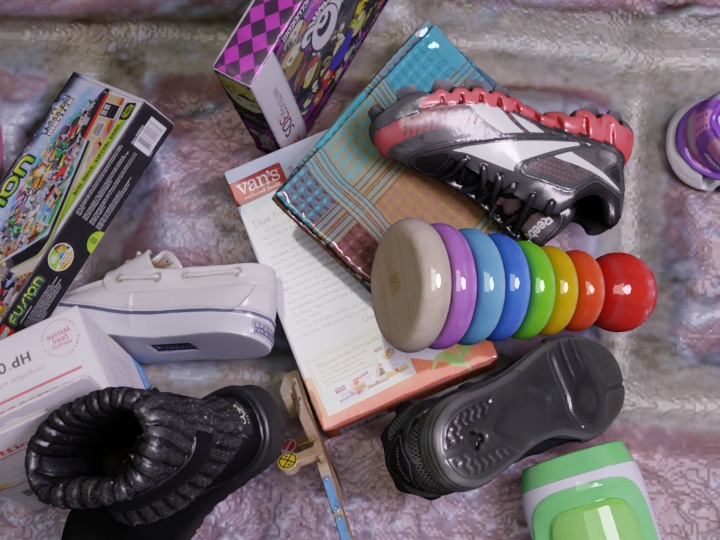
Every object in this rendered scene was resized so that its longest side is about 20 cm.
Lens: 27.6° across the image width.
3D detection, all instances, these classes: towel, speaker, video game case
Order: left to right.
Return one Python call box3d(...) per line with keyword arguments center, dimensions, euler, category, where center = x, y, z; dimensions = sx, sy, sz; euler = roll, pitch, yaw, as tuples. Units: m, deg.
box3d(center=(-0.025, -0.188, 1.026), dimensions=(0.036, 0.181, 0.201), euler=(29, 82, 10), category="video game case")
box3d(center=(0.047, -0.068, 1.024), dimensions=(0.146, 0.022, 0.200), euler=(42, 59, -3), category="towel")
box3d(center=(0.170, 0.221, 0.978), dimensions=(0.087, 0.088, 0.202), euler=(-16, 78, 2), category="speaker")

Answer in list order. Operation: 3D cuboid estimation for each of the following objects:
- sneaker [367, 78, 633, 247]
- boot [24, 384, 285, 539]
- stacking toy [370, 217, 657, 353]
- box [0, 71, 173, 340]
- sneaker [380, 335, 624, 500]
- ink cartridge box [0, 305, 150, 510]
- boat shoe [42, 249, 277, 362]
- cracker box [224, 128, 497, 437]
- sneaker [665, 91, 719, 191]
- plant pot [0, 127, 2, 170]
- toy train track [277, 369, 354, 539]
box3d(center=(0.099, -0.069, 0.994), dimensions=(0.198, 0.071, 0.099), euler=(8, 66, -22), category="sneaker")
box3d(center=(-0.160, 0.142, 0.940), dimensions=(0.211, 0.157, 0.080), euler=(-45, 70, 22), category="boot")
box3d(center=(0.110, 0.010, 0.969), dimensions=(0.198, 0.085, 0.087), euler=(1, 77, -27), category="stacking toy")
box3d(center=(-0.226, -0.042, 1.059), dimensions=(0.110, 0.035, 0.201), euler=(24, 79, 47), category="box")
box3d(center=(0.090, 0.100, 1.001), dimensions=(0.198, 0.114, 0.077), euler=(-22, 92, -39), category="sneaker")
box3d(center=(-0.210, 0.091, 0.974), dimensions=(0.114, 0.200, 0.068), euler=(-25, 70, -1), category="ink cartridge box")
box3d(center=(-0.147, 0.022, 1.038), dimensions=(0.198, 0.071, 0.071), euler=(-3, 65, 28), category="boat shoe")
box3d(center=(0.000, 0.000, 1.050), dimensions=(0.132, 0.058, 0.202), euler=(-22, 79, -1), category="cracker box")
box3d(center=(0.318, -0.094, 1.026), dimensions=(0.197, 0.089, 0.082), euler=(1, 77, 4), category="sneaker")
box3d(center=(-0.374, -0.102, 1.041), dimensions=(0.197, 0.179, 0.203), euler=(-1, 78, 4), category="plant pot")
box3d(center=(-0.030, 0.150, 0.972), dimensions=(0.032, 0.115, 0.201), euler=(-21, 46, -1), category="toy train track")
